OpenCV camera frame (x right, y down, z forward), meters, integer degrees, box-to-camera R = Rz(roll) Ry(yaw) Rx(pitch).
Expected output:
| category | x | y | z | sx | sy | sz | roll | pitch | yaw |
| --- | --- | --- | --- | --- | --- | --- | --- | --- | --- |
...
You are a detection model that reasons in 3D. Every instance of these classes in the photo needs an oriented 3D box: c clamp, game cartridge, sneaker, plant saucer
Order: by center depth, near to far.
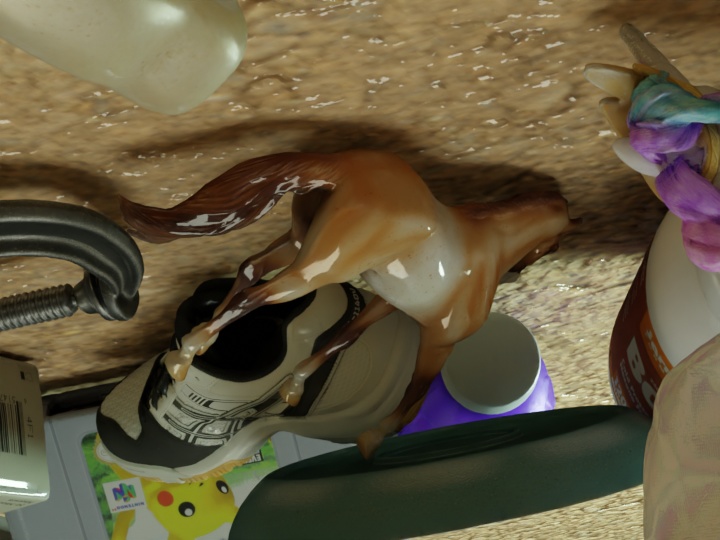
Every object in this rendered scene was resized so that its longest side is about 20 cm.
| category | x | y | z | sx | sy | sz | roll | pitch | yaw |
| --- | --- | --- | --- | --- | --- | --- | --- | --- | --- |
| c clamp | -0.168 | 0.012 | 0.832 | 0.199 | 0.027 | 0.171 | -14 | 157 | 22 |
| plant saucer | 0.039 | 0.085 | 0.891 | 0.198 | 0.028 | 0.200 | -11 | 179 | 0 |
| sneaker | -0.060 | 0.038 | 0.937 | 0.199 | 0.076 | 0.088 | -19 | 137 | 40 |
| game cartridge | -0.081 | 0.115 | 1.057 | 0.198 | 0.134 | 0.041 | -11 | -156 | 8 |

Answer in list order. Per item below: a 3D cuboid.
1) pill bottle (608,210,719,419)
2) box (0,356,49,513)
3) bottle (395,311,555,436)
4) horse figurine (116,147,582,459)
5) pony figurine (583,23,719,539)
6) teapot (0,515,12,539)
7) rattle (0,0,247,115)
| category | x | y | z | sx | sy | sz | roll | pitch | yaw |
| --- | --- | --- | --- | --- | --- | --- | --- | --- | --- |
| pill bottle | 0.169 | 0.018 | 0.884 | 0.111 | 0.113 | 0.200 | -8 | 163 | -3 |
| box | -0.249 | 0.096 | 1.000 | 0.199 | 0.069 | 0.082 | -19 | 160 | 29 |
| bottle | 0.057 | 0.071 | 1.079 | 0.083 | 0.066 | 0.200 | -8 | 163 | -4 |
| horse figurine | 0.000 | 0.000 | 0.803 | 0.133 | 0.050 | 0.200 | -46 | 141 | 12 |
| pony figurine | 0.169 | 0.013 | 0.700 | 0.199 | 0.195 | 0.167 | 7 | 152 | -27 |
| teapot | -0.229 | 0.216 | 1.171 | 0.198 | 0.147 | 0.197 | 17 | 179 | -5 |
| rattle | -0.070 | -0.128 | 0.370 | 0.142 | 0.131 | 0.200 | -31 | 128 | 28 |
